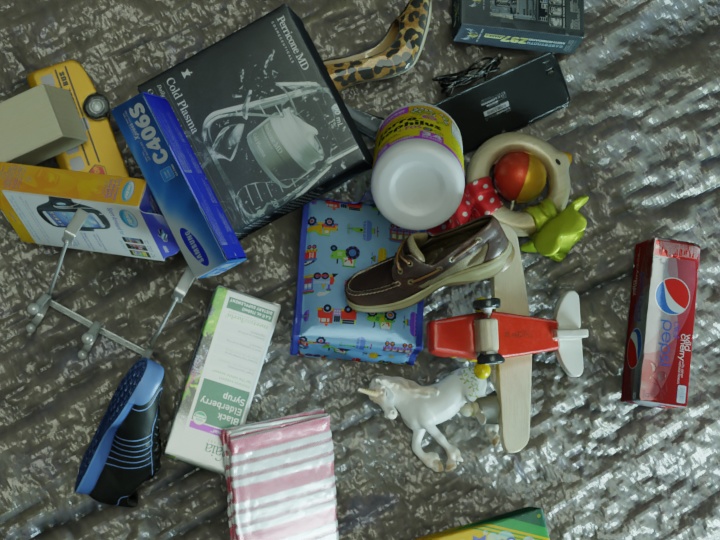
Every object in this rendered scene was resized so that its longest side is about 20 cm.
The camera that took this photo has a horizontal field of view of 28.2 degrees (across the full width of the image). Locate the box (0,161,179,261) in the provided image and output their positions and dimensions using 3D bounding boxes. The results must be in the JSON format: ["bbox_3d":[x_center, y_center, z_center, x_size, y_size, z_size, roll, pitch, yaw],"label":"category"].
[{"bbox_3d":[-0.294,-0.063,1.571,0.198,0.119,0.042,6,63,10],"label":"box"}]

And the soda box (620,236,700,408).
[{"bbox_3d":[0.366,0.065,1.745,0.063,0.070,0.202,9,83,-8],"label":"soda box"}]

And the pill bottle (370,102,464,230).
[{"bbox_3d":[0.066,-0.128,1.641,0.103,0.200,0.105,1,114,2],"label":"pill bottle"}]

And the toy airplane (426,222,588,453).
[{"bbox_3d":[0.162,0.076,1.646,0.199,0.141,0.200,51,54,-23],"label":"toy airplane"}]

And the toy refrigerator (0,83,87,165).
[{"bbox_3d":[-0.414,-0.140,1.596,0.199,0.076,0.070,-23,87,12],"label":"toy refrigerator"}]

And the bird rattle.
[{"bbox_3d":[0.180,-0.089,1.738,0.198,0.113,0.164,13,69,5],"label":"bird rattle"}]

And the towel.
[{"bbox_3d":[-0.090,0.265,1.623,0.146,0.030,0.202,-8,98,-39],"label":"towel"}]

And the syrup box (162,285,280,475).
[{"bbox_3d":[-0.160,0.127,1.642,0.078,0.081,0.201,18,79,-7],"label":"syrup box"}]

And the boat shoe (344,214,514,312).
[{"bbox_3d":[0.067,-0.014,1.586,0.199,0.072,0.072,-16,129,19],"label":"boat shoe"}]

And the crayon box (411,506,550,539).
[{"bbox_3d":[0.131,0.365,1.680,0.199,0.052,0.127,-14,86,-11],"label":"crayon box"}]

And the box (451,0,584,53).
[{"bbox_3d":[0.193,-0.373,1.761,0.156,0.051,0.202,4,72,-10],"label":"box"}]

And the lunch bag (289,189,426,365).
[{"bbox_3d":[0.000,0.000,1.687,0.149,0.094,0.202,6,74,-4],"label":"lunch bag"}]

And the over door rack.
[{"bbox_3d":[-0.283,0.041,1.576,0.147,0.200,0.067,28,47,-6],"label":"over door rack"}]

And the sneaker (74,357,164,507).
[{"bbox_3d":[-0.248,0.183,1.592,0.077,0.070,0.201,21,122,-18],"label":"sneaker"}]

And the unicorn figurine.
[{"bbox_3d":[0.092,0.165,1.693,0.199,0.074,0.138,-26,88,-28],"label":"unicorn figurine"}]

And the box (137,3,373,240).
[{"bbox_3d":[-0.116,-0.164,1.637,0.196,0.124,0.201,-28,88,5],"label":"box"}]

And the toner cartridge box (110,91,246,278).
[{"bbox_3d":[-0.194,-0.091,1.540,0.043,0.095,0.201,-27,88,9],"label":"toner cartridge box"}]

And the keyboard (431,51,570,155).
[{"bbox_3d":[0.157,-0.214,1.768,0.199,0.040,0.105,-25,111,-13],"label":"keyboard"}]

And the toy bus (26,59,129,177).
[{"bbox_3d":[-0.314,-0.139,1.654,0.078,0.065,0.201,-20,87,-11],"label":"toy bus"}]

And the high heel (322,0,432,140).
[{"bbox_3d":[-0.003,-0.274,1.718,0.142,0.071,0.201,25,89,-12],"label":"high heel"}]
